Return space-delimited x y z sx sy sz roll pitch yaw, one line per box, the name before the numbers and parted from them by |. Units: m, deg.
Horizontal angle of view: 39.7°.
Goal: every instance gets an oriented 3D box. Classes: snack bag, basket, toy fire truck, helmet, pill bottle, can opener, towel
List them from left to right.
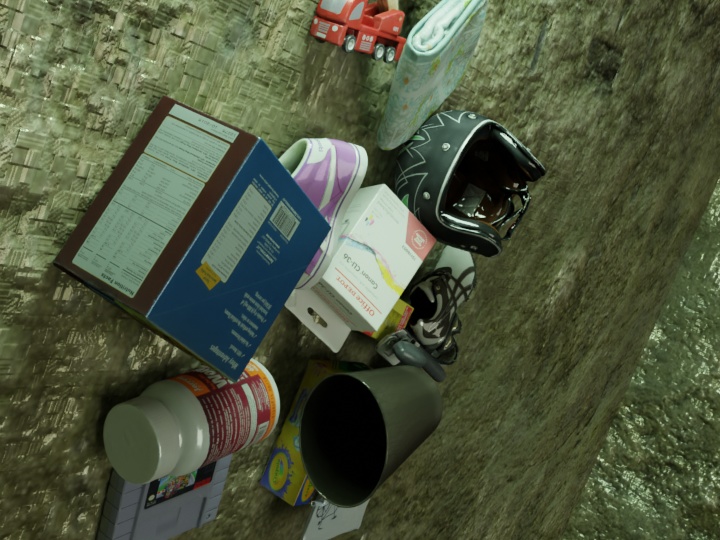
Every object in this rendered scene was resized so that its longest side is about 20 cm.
pill bottle | -0.193 0.173 1.160 0.199 0.109 0.111 -14 125 -55
snack bag | -0.015 0.333 1.528 0.188 0.021 0.202 0 114 -61
basket | 0.024 0.209 1.382 0.199 0.135 0.183 -14 112 -60
toy fire truck | 0.027 -0.325 1.193 0.199 0.048 0.143 -4 115 -57
can opener | 0.085 0.149 1.540 0.053 0.067 0.200 -36 144 7
towel | 0.097 -0.268 1.299 0.200 0.048 0.172 -49 164 -38
helmet | 0.139 -0.128 1.390 0.201 0.190 0.200 -55 -168 17

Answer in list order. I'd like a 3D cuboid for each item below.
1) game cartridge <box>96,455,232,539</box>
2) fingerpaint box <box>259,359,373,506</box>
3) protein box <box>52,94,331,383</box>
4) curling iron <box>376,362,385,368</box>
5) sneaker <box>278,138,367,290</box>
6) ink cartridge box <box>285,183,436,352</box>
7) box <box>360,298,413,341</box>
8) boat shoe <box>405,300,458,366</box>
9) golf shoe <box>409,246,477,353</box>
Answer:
game cartridge | -0.240 0.282 1.251 0.199 0.038 0.131 -10 125 -56
fingerpaint box | -0.046 0.241 1.497 0.166 0.073 0.202 15 100 -61
protein box | -0.163 -0.027 1.024 0.201 0.134 0.199 -58 151 -11
curling iron | 0.005 0.245 1.633 0.049 0.025 0.202 18 96 -64
sneaker | -0.079 -0.071 1.219 0.113 0.073 0.202 4 116 -39
ink cartridge box | 0.000 0.000 1.327 0.116 0.067 0.201 44 67 -24
box | 0.010 0.056 1.465 0.076 0.050 0.200 -63 152 -4
boat shoe | 0.116 0.107 1.672 0.076 0.060 0.200 -62 151 -4
golf shoe | 0.129 0.028 1.594 0.094 0.077 0.202 42 51 -39
